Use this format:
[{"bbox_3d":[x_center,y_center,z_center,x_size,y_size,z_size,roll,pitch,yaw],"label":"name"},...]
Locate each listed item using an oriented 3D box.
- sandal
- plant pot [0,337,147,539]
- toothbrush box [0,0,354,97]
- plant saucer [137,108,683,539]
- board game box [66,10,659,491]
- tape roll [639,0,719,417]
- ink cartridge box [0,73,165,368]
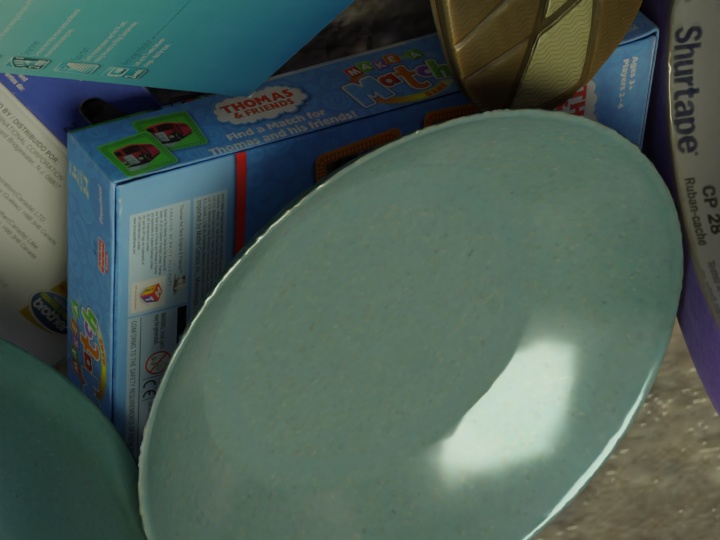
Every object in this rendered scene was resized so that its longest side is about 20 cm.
[{"bbox_3d":[0.038,-0.144,0.868,0.080,0.054,0.201,-24,115,-17],"label":"sandal"},{"bbox_3d":[-0.152,0.121,0.851,0.199,0.188,0.201,12,134,12],"label":"plant pot"},{"bbox_3d":[-0.101,-0.114,0.780,0.199,0.086,0.146,3,166,-20],"label":"toothbrush box"},{"bbox_3d":[0.011,0.026,0.915,0.200,0.039,0.202,-21,134,-23],"label":"plant saucer"},{"bbox_3d":[0.000,0.000,0.941,0.199,0.037,0.152,-16,131,-26],"label":"board game box"},{"bbox_3d":[0.154,-0.043,0.884,0.085,0.200,0.201,-9,129,-11],"label":"tape roll"},{"bbox_3d":[-0.144,-0.005,0.924,0.200,0.042,0.119,-34,129,13],"label":"ink cartridge box"}]
